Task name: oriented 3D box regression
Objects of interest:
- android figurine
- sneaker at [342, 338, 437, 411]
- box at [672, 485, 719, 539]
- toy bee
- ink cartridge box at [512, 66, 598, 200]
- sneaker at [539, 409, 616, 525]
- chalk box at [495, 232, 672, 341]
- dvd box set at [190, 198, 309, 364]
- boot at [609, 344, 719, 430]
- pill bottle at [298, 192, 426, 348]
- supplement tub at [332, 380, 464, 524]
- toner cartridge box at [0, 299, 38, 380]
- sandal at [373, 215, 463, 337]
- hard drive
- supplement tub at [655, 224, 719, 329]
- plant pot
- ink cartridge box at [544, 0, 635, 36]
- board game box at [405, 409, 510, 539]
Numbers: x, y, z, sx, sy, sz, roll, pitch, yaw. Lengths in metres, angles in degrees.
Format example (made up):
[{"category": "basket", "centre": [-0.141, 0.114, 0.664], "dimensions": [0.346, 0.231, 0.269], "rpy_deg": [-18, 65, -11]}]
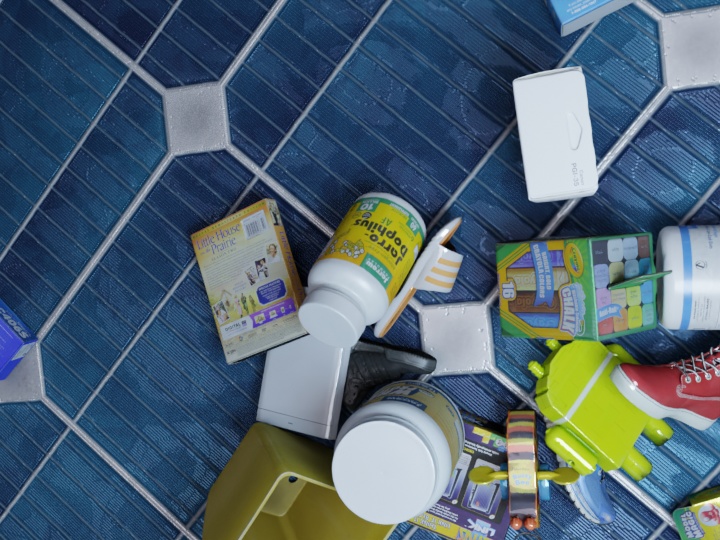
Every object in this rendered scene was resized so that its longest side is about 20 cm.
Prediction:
[{"category": "android figurine", "centre": [0.302, 0.169, 1.141], "dimensions": [0.200, 0.041, 0.182], "rpy_deg": [41, 61, 1]}, {"category": "sneaker", "centre": [0.005, 0.151, 1.254], "dimensions": [0.200, 0.060, 0.104], "rpy_deg": [11, 92, 21]}, {"category": "box", "centre": [0.515, 0.327, 1.150], "dimensions": [0.200, 0.048, 0.117], "rpy_deg": [-21, 89, 11]}, {"category": "toy bee", "centre": [0.215, 0.280, 1.130], "dimensions": [0.131, 0.109, 0.200], "rpy_deg": [-25, 87, 14]}, {"category": "ink cartridge box", "centre": [0.242, -0.161, 1.105], "dimensions": [0.083, 0.200, 0.147], "rpy_deg": [-8, 91, 14]}, {"category": "sneaker", "centre": [0.303, 0.237, 1.179], "dimensions": [0.089, 0.079, 0.200], "rpy_deg": [-19, 89, 16]}, {"category": "chalk box", "centre": [0.281, 0.019, 1.099], "dimensions": [0.200, 0.125, 0.124], "rpy_deg": [0, 95, 54]}, {"category": "dvd box set", "centre": [-0.155, 0.017, 1.269], "dimensions": [0.146, 0.029, 0.200], "rpy_deg": [-24, 79, 27]}, {"category": "boot", "centre": [0.408, 0.116, 1.090], "dimensions": [0.144, 0.200, 0.072], "rpy_deg": [-53, 39, 26]}, {"category": "pill bottle", "centre": [0.000, 0.000, 1.167], "dimensions": [0.113, 0.113, 0.200], "rpy_deg": [20, 53, 16]}, {"category": "supplement tub", "centre": [0.049, 0.224, 1.118], "dimensions": [0.145, 0.200, 0.145], "rpy_deg": [1, 94, 13]}, {"category": "toner cartridge box", "centre": [-0.609, 0.073, 1.404], "dimensions": [0.200, 0.043, 0.095], "rpy_deg": [45, 101, 7]}, {"category": "sandal", "centre": [0.094, 0.019, 1.220], "dimensions": [0.059, 0.079, 0.207], "rpy_deg": [35, 109, 8]}, {"category": "hard drive", "centre": [-0.075, 0.124, 1.252], "dimensions": [0.132, 0.027, 0.200], "rpy_deg": [7, 86, 35]}, {"category": "supplement tub", "centre": [0.471, 0.008, 1.097], "dimensions": [0.200, 0.132, 0.132], "rpy_deg": [-1, 93, 13]}, {"category": "plant pot", "centre": [-0.100, 0.323, 1.209], "dimensions": [0.200, 0.176, 0.200], "rpy_deg": [27, 102, -31]}, {"category": "ink cartridge box", "centre": [0.281, -0.427, 1.139], "dimensions": [0.145, 0.084, 0.200], "rpy_deg": [-25, 87, 14]}, {"category": "board game box", "centre": [0.124, 0.278, 1.236], "dimensions": [0.200, 0.057, 0.165], "rpy_deg": [20, 100, 12]}]
